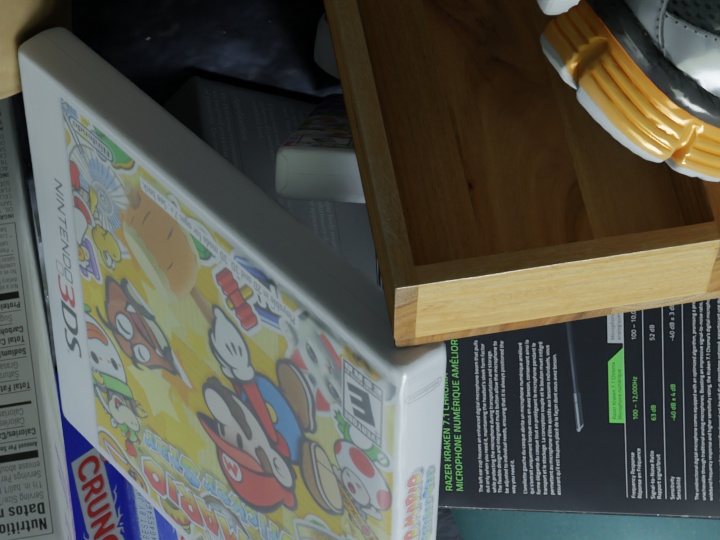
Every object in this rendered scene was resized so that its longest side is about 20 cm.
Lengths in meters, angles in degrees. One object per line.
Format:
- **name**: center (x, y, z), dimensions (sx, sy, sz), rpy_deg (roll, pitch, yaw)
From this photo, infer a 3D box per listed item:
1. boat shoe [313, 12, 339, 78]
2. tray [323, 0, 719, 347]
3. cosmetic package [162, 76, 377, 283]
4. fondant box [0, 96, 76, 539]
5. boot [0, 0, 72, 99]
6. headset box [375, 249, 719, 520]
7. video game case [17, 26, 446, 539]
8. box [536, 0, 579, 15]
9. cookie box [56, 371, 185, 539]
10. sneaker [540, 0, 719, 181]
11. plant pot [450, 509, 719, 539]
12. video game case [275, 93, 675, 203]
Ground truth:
- **boat shoe**: center (0.083, -0.095, 0.757), dimensions (0.198, 0.072, 0.066), rpy_deg (6, 115, 4)
- **tray**: center (0.040, -0.077, 0.628), dimensions (0.098, 0.201, 0.037), rpy_deg (-8, 148, -5)
- **cosmetic package**: center (0.000, 0.000, 0.857), dimensions (0.199, 0.108, 0.090), rpy_deg (14, 144, -35)
- **fondant box**: center (-0.144, 0.044, 0.783), dimensions (0.058, 0.202, 0.145), rpy_deg (-7, 152, -7)
- **boot**: center (-0.181, -0.113, 0.630), dimensions (0.173, 0.067, 0.200), rpy_deg (-8, 153, -6)
- **headset box**: center (0.109, 0.019, 0.718), dimensions (0.198, 0.094, 0.174), rpy_deg (0, -170, 17)
- **video game case**: center (-0.046, 0.039, 0.699), dimensions (0.023, 0.200, 0.183), rpy_deg (-30, 141, -29)
- **box**: center (0.106, -0.178, 0.550), dimensions (0.097, 0.125, 0.200), rpy_deg (-3, 152, -17)
- **cookie box**: center (-0.156, 0.159, 1.019), dimensions (0.199, 0.173, 0.075), rpy_deg (-29, 150, 31)
- **sneaker**: center (0.142, -0.063, 0.572), dimensions (0.199, 0.078, 0.078), rpy_deg (3, 129, -44)
- **plant pot**: center (0.151, 0.147, 1.148), dimensions (0.198, 0.136, 0.201), rpy_deg (-9, 151, -5)
- **video game case**: center (0.050, -0.043, 0.722), dimensions (0.142, 0.018, 0.200), rpy_deg (3, -170, 3)
